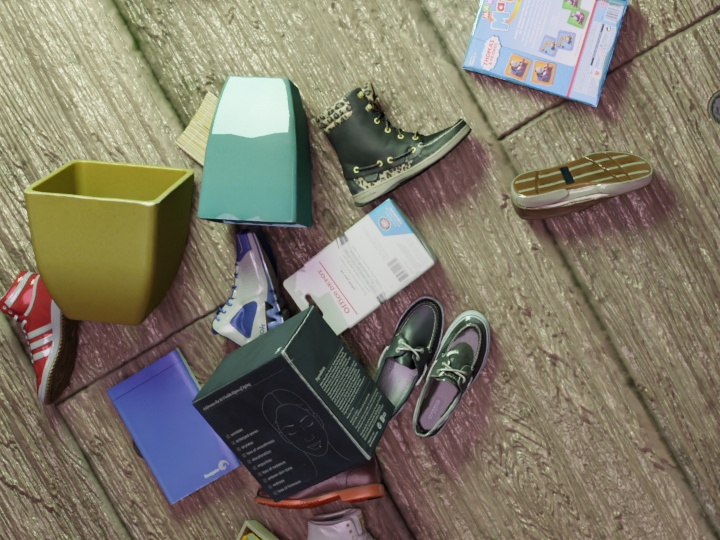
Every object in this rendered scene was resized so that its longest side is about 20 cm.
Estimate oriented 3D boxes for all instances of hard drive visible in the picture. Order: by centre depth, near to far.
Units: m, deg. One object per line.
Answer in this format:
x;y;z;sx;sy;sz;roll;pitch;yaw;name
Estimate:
-0.284;0.238;1.820;0.131;0.025;0.202;-30;91;10;hard drive

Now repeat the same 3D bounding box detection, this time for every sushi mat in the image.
-0.173;-0.166;1.765;0.199;0.012;0.096;38;98;2;sushi mat

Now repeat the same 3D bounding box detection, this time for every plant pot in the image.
-0.141;-0.167;1.690;0.139;0.141;0.203;3;89;7;plant pot
-0.355;-0.035;1.725;0.193;0.194;0.203;5;109;8;plant pot

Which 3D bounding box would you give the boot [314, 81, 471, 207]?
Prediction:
0.043;-0.200;1.703;0.199;0.073;0.152;-31;91;16;boot

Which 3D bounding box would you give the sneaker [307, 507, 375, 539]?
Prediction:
0.012;0.415;1.773;0.197;0.074;0.117;3;100;9;sneaker

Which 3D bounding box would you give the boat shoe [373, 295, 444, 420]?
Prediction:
0.066;0.134;1.739;0.075;0.060;0.202;21;99;5;boat shoe

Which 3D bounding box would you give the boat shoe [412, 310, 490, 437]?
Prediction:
0.134;0.156;1.726;0.071;0.071;0.202;22;98;5;boat shoe

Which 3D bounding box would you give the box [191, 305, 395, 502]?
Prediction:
-0.094;0.191;1.686;0.199;0.124;0.197;-29;108;35;box

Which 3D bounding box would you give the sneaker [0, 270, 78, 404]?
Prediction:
-0.494;0.097;1.814;0.111;0.071;0.203;15;104;13;sneaker

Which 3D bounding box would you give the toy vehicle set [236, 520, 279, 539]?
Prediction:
-0.125;0.480;1.777;0.199;0.026;0.125;32;101;33;toy vehicle set

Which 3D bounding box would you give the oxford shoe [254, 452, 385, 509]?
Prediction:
-0.063;0.315;1.785;0.197;0.071;0.074;-8;76;5;oxford shoe

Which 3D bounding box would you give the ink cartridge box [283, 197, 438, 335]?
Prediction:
0.000;0.000;1.730;0.199;0.068;0.117;-37;90;10;ink cartridge box

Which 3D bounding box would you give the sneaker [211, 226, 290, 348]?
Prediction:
-0.172;0.044;1.755;0.114;0.081;0.202;-14;96;7;sneaker

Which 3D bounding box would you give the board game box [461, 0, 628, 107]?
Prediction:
0.257;-0.329;1.671;0.197;0.037;0.153;17;98;6;board game box

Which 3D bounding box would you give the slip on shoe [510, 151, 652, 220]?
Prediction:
0.311;-0.113;1.679;0.197;0.077;0.061;-13;134;2;slip on shoe
